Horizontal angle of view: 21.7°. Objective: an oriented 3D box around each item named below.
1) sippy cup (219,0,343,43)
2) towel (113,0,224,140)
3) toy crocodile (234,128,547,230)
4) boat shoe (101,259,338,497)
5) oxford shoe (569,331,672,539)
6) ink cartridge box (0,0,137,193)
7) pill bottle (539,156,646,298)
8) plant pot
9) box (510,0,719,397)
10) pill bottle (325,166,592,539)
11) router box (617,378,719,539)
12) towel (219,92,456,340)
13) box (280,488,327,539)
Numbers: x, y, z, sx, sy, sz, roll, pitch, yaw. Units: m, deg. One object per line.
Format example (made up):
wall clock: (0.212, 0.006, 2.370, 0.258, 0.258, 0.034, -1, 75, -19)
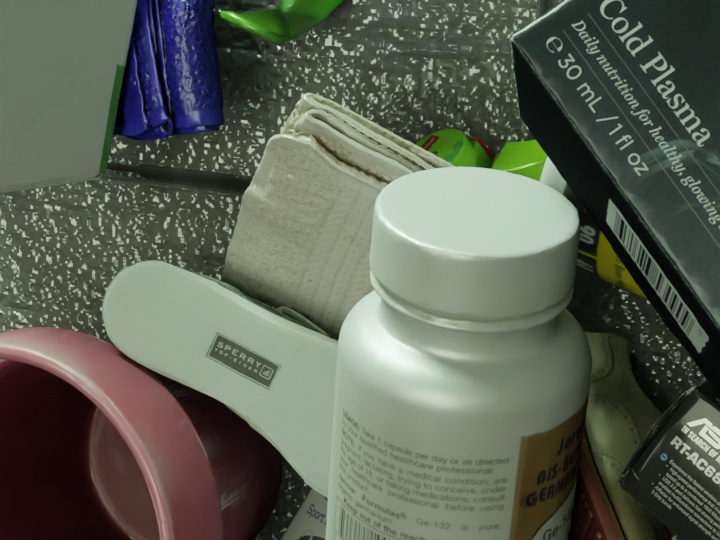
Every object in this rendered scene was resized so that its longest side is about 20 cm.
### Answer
sippy cup: (-0.022, -0.211, 0.938, 0.140, 0.130, 0.178, -12, 93, 27)
towel: (-0.126, -0.169, 1.004, 0.148, 0.049, 0.200, 6, 103, 63)
toy crocodile: (0.022, -0.034, 0.987, 0.200, 0.062, 0.068, -16, 127, 33)
boat shoe: (-0.037, 0.054, 0.968, 0.200, 0.064, 0.071, 34, 98, 3)
oxford shoe: (0.132, 0.107, 0.906, 0.070, 0.075, 0.200, 102, 156, -54)
ink cartridge box: (-0.200, -0.160, 0.999, 0.200, 0.083, 0.147, 54, 142, 37)
pill bottle: (0.192, -0.022, 0.873, 0.200, 0.114, 0.114, 25, 109, 21)
plant pot: (-0.140, 0.122, 1.025, 0.200, 0.179, 0.200, 4, 100, 26)
box: (0.195, -0.055, 0.753, 0.197, 0.124, 0.200, -34, 78, -1)
pill bottle: (0.045, 0.062, 0.848, 0.114, 0.114, 0.200, 16, 120, 23)
router box: (0.230, 0.121, 0.858, 0.200, 0.150, 0.062, 41, 114, 15)
towel: (0.000, 0.000, 0.949, 0.132, 0.034, 0.200, 29, 146, 4)
box: (-0.009, 0.185, 0.988, 0.119, 0.041, 0.200, 26, 81, 52)
